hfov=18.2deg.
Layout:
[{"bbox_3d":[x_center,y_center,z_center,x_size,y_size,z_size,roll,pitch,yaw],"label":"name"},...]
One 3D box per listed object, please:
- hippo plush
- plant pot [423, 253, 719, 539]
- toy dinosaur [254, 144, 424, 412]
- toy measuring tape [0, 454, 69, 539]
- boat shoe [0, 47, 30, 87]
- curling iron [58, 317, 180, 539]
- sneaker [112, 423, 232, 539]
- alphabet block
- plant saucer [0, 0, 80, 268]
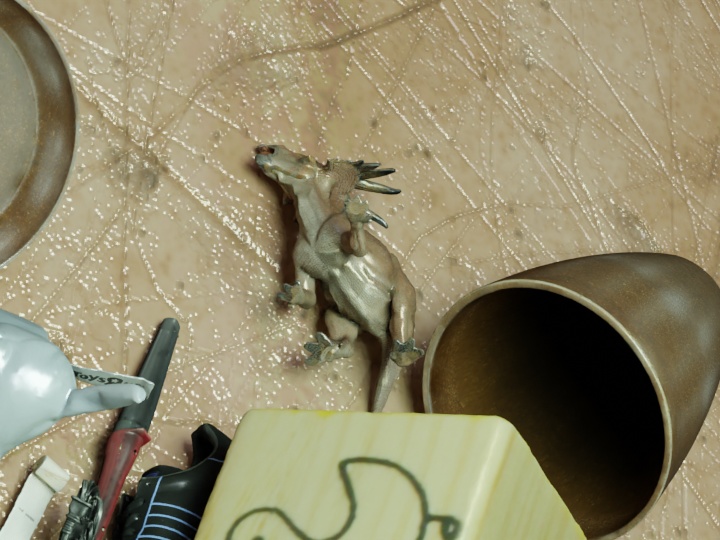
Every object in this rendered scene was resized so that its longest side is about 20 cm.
[{"bbox_3d":[-0.243,0.101,1.323,0.199,0.159,0.162,23,89,-2],"label":"hippo plush"},{"bbox_3d":[0.173,0.063,1.559,0.200,0.187,0.188,-31,88,-51],"label":"plant pot"},{"bbox_3d":[0.000,0.000,1.537,0.201,0.085,0.136,65,16,-13],"label":"toy dinosaur"},{"bbox_3d":[-0.210,0.191,1.324,0.073,0.073,0.201,36,56,-14],"label":"toy measuring tape"},{"bbox_3d":[-0.295,-0.121,1.414,0.199,0.071,0.070,9,93,-33],"label":"boat shoe"},{"bbox_3d":[-0.146,0.104,1.413,0.025,0.050,0.201,20,46,3],"label":"curling iron"},{"bbox_3d":[-0.130,0.175,1.389,0.078,0.070,0.200,49,47,-1],"label":"sneaker"},{"bbox_3d":[0.014,0.218,1.343,0.197,0.194,0.201,57,43,-44],"label":"alphabet block"},{"bbox_3d":[-0.270,-0.087,1.379,0.199,0.034,0.202,-7,105,-27],"label":"plant saucer"}]
